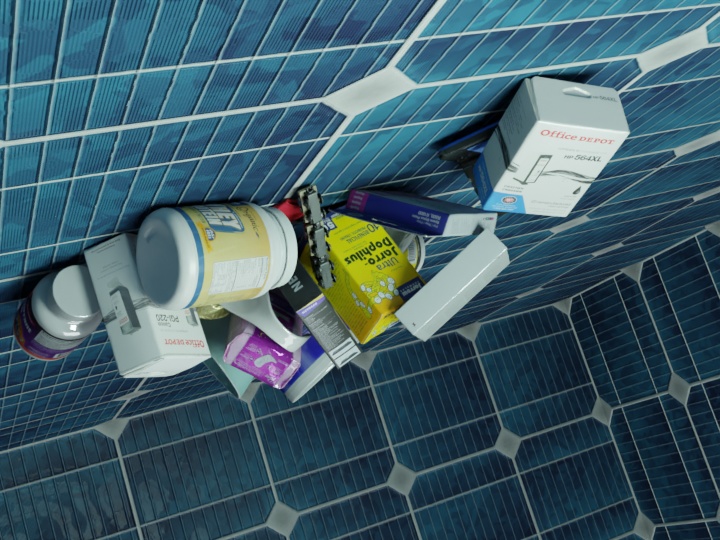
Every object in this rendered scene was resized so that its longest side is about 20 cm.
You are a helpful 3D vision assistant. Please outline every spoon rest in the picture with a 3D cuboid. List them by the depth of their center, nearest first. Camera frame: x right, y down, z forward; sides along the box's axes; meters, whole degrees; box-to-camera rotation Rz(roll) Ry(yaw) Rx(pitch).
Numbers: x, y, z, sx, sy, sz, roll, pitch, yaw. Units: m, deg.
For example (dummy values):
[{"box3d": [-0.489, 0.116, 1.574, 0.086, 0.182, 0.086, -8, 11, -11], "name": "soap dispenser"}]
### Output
[{"box3d": [-0.163, 0.048, 1.535, 0.099, 0.200, 0.061, -44, 180, 14], "name": "spoon rest"}]

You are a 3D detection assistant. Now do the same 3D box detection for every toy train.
[{"box3d": [-0.069, -0.055, 1.526, 0.034, 0.046, 0.200, -24, 133, -18], "name": "toy train"}]

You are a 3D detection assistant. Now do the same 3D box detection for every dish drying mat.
[{"box3d": [-0.166, -0.069, 1.588, 0.200, 0.018, 0.077, -26, 166, 34], "name": "dish drying mat"}]

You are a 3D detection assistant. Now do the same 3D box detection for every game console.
[{"box3d": [0.246, -0.167, 1.492, 0.200, 0.119, 0.171, -23, 174, 23], "name": "game console"}]

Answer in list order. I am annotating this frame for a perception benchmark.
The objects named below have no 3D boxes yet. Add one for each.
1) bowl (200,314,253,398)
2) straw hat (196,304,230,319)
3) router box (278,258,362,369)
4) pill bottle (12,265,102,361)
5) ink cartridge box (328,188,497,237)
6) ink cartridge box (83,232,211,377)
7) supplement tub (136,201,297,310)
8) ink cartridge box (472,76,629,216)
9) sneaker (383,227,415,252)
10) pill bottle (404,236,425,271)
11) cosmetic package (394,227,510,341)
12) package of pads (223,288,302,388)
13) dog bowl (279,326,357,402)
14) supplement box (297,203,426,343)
[{"box3d": [-0.249, 0.129, 1.808, 0.105, 0.201, 0.201, -38, 174, -16], "name": "bowl"}, {"box3d": [-0.247, 0.036, 1.617, 0.201, 0.085, 0.201, -22, 161, -8], "name": "straw hat"}, {"box3d": [-0.087, 0.042, 1.554, 0.052, 0.200, 0.157, -36, 134, -3], "name": "router box"}, {"box3d": [-0.465, 0.064, 1.517, 0.111, 0.112, 0.200, -10, 166, -36], "name": "pill bottle"}, {"box3d": [0.085, -0.094, 1.551, 0.196, 0.043, 0.200, 17, -168, 35], "name": "ink cartridge box"}, {"box3d": [-0.320, 0.054, 1.469, 0.085, 0.201, 0.146, -22, 168, 18], "name": "ink cartridge box"}, {"box3d": [-0.207, -0.025, 1.411, 0.200, 0.145, 0.145, -9, 166, -41], "name": "supplement tub"}, {"box3d": [0.268, -0.172, 1.395, 0.146, 0.085, 0.200, 4, 146, -16], "name": "ink cartridge box"}, {"box3d": [0.048, -0.042, 1.725, 0.200, 0.072, 0.072, -53, 161, 1], "name": "sneaker"}, {"box3d": [0.013, -0.031, 1.813, 0.200, 0.112, 0.111, -9, 166, -37], "name": "pill bottle"}, {"box3d": [0.152, 0.027, 1.574, 0.200, 0.052, 0.151, -43, 169, 2], "name": "cosmetic package"}, {"box3d": [-0.160, 0.094, 1.639, 0.120, 0.200, 0.076, 29, 119, -17], "name": "package of pads"}, {"box3d": [-0.077, 0.145, 1.777, 0.200, 0.079, 0.200, -43, 175, -5], "name": "dog bowl"}, {"box3d": [0.000, 0.000, 1.619, 0.109, 0.200, 0.110, -29, 163, -31], "name": "supplement box"}]
